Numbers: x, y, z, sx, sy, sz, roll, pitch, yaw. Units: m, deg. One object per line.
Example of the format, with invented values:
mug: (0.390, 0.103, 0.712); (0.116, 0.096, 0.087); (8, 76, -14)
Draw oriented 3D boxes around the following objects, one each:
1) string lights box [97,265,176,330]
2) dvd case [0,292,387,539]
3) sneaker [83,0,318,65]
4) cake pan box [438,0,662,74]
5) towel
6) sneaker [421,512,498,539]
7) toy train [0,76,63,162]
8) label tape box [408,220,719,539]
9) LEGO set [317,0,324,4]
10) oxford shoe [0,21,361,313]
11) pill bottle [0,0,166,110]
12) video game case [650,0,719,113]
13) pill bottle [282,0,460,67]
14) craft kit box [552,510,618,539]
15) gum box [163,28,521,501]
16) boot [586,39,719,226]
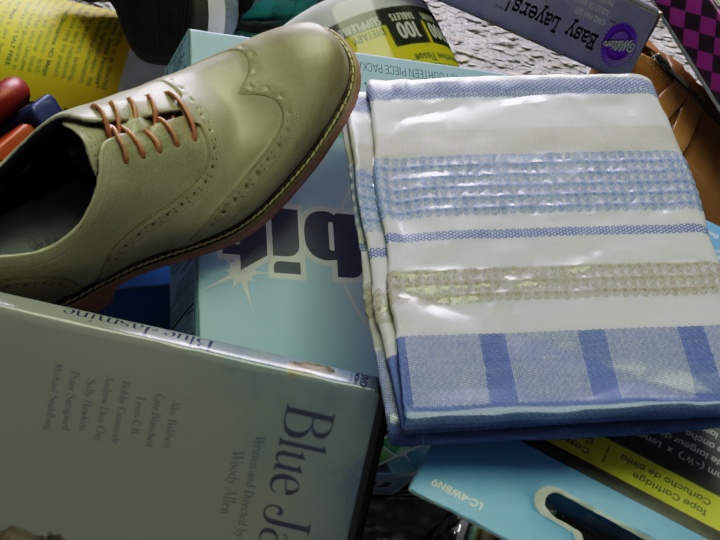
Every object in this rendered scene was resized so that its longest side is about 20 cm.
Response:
string lights box: (-0.123, 0.034, 0.793); (0.198, 0.104, 0.059); (-4, 36, -26)
dvd case: (-0.096, 0.089, 0.676); (0.198, 0.144, 0.018); (12, 17, 0)
sneaker: (-0.069, -0.149, 0.879); (0.120, 0.085, 0.200); (-4, 23, -24)
cake pan box: (0.045, -0.184, 0.986); (0.183, 0.053, 0.200); (19, 13, -37)
towel: (0.068, -0.010, 0.691); (0.145, 0.024, 0.201); (-3, 45, -5)
sneaker: (0.041, 0.171, 0.689); (0.088, 0.077, 0.200); (41, 27, -13)
toy train: (-0.171, -0.037, 0.816); (0.085, 0.199, 0.116); (56, 32, -12)
label tape box: (0.113, 0.064, 0.694); (0.142, 0.066, 0.201); (26, 50, 8)
LEGO set: (-0.064, -0.130, 1.036); (0.200, 0.155, 0.115); (42, 24, 30)
oxford shoe: (-0.084, -0.043, 0.695); (0.199, 0.074, 0.071); (-38, 68, -11)
pill bottle: (-0.167, -0.092, 0.961); (0.198, 0.113, 0.113); (12, 31, 0)
video game case: (0.257, -0.073, 1.021); (0.181, 0.036, 0.201); (19, 40, -59)
pill bottle: (0.025, -0.035, 0.890); (0.112, 0.112, 0.201); (-14, 71, -37)
craft kit box: (0.161, 0.157, 0.694); (0.196, 0.049, 0.200); (28, 21, 5)
gum box: (0.000, 0.000, 0.771); (0.168, 0.045, 0.202); (6, 67, -21)
boot: (0.192, -0.050, 0.989); (0.155, 0.076, 0.201); (44, 34, -20)
